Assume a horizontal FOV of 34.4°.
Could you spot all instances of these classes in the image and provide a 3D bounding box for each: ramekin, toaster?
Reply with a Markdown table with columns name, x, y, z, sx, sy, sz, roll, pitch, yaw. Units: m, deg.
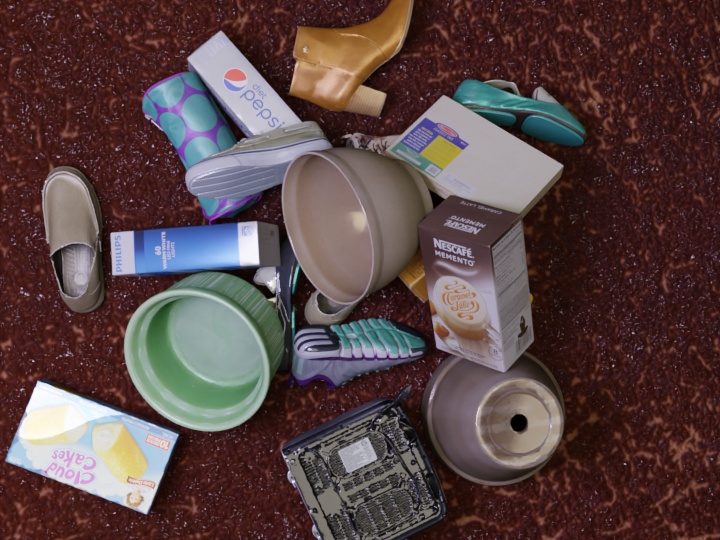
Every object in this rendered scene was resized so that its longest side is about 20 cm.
| name | x | y | z | sx | sy | sz | roll | pitch | yaw |
| --- | --- | --- | --- | --- | --- | --- | --- | --- | --- |
| ramekin | -0.197 | 0.099 | 1.520 | 0.200 | 0.098 | 0.200 | 6 | 113 | 15 |
| toaster | 0.010 | 0.274 | 1.559 | 0.200 | 0.119 | 0.181 | -25 | 91 | -6 |

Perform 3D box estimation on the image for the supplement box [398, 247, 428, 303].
| name | x | y | z | sx | sy | sz | roll | pitch | yaw |
| --- | --- | --- | --- | --- | --- | --- | --- | --- | --- |
| supplement box | 0.131 | -0.052 | 1.577 | 0.200 | 0.067 | 0.069 | -45 | 58 | 1 |

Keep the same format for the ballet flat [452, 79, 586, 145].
| name | x | y | z | sx | sy | sz | roll | pitch | yaw |
| --- | --- | --- | --- | --- | --- | --- | --- | --- | --- |
| ballet flat | 0.228 | -0.230 | 1.636 | 0.200 | 0.067 | 0.071 | 12 | 72 | -7 |

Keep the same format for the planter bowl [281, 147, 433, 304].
| name | x | y | z | sx | sy | sz | roll | pitch | yaw |
| --- | --- | --- | --- | --- | --- | --- | --- | --- | --- |
| planter bowl | 0.008 | -0.071 | 1.502 | 0.135 | 0.200 | 0.201 | -20 | 89 | -32 |

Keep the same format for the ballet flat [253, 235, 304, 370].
| name | x | y | z | sx | sy | sz | roll | pitch | yaw |
| --- | --- | --- | --- | --- | --- | --- | --- | --- | --- |
| ballet flat | -0.114 | 0.036 | 1.584 | 0.073 | 0.073 | 0.200 | 6 | 89 | -6 |

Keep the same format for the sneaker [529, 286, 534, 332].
| name | x | y | z | sx | sy | sz | roll | pitch | yaw |
| --- | --- | --- | --- | --- | --- | --- | --- | --- | --- |
| sneaker | 0.199 | 0.009 | 1.556 | 0.070 | 0.090 | 0.200 | -30 | 135 | -16 |

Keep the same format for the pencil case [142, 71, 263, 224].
| name | x | y | z | sx | sy | sz | roll | pitch | yaw |
| --- | --- | --- | --- | --- | --- | --- | --- | --- | --- |
| pencil case | -0.214 | -0.164 | 1.573 | 0.092 | 0.085 | 0.200 | -29 | 92 | 14 |

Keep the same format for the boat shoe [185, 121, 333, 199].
| name | x | y | z | sx | sy | sz | roll | pitch | yaw |
| --- | --- | --- | --- | --- | --- | --- | --- | --- | --- |
| boat shoe | -0.135 | -0.145 | 1.523 | 0.200 | 0.072 | 0.062 | -13 | 58 | -18 |

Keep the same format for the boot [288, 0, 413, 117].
| name | x | y | z | sx | sy | sz | roll | pitch | yaw |
| --- | --- | --- | --- | --- | --- | --- | --- | --- | --- |
| boot | -0.016 | -0.320 | 1.608 | 0.144 | 0.071 | 0.202 | 17 | 91 | -8 |

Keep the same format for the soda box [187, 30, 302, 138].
| name | x | y | z | sx | sy | sz | roll | pitch | yaw |
| --- | --- | --- | --- | --- | --- | --- | --- | --- | --- |
| soda box | -0.148 | -0.227 | 1.592 | 0.063 | 0.068 | 0.200 | -42 | 92 | -8 |

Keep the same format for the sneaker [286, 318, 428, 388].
| name | x | y | z | sx | sy | sz | roll | pitch | yaw |
| --- | --- | --- | --- | --- | --- | --- | --- | --- | --- |
| sneaker | -0.006 | 0.119 | 1.595 | 0.200 | 0.074 | 0.088 | 2 | 126 | -25 |

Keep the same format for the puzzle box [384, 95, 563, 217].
| name | x | y | z | sx | sy | sz | roll | pitch | yaw |
| --- | --- | --- | --- | --- | --- | --- | --- | --- | --- |
| puzzle box | 0.149 | -0.142 | 1.535 | 0.200 | 0.025 | 0.133 | 34 | 61 | 21 |

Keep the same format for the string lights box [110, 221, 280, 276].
| name | x | y | z | sx | sy | sz | roll | pitch | yaw |
| --- | --- | --- | --- | --- | --- | --- | --- | --- | --- |
| string lights box | -0.215 | -0.028 | 1.531 | 0.200 | 0.103 | 0.059 | -4 | 88 | 12 |

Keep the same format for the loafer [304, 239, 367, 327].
| name | x | y | z | sx | sy | sz | roll | pitch | yaw |
| --- | --- | --- | --- | --- | --- | --- | --- | --- | --- |
| loafer | 0.000 | 0.000 | 1.596 | 0.076 | 0.068 | 0.200 | 36 | 84 | -3 |

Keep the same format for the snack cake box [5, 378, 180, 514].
| name | x | y | z | sx | sy | sz | roll | pitch | yaw |
| --- | --- | --- | --- | --- | --- | --- | --- | --- | --- |
| snack cake box | -0.353 | 0.233 | 1.549 | 0.200 | 0.067 | 0.115 | 21 | 84 | -4 |

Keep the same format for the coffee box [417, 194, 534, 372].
| name | x | y | z | sx | sy | sz | roll | pitch | yaw |
| --- | --- | --- | --- | --- | --- | --- | --- | --- | --- |
| coffee box | 0.149 | 0.017 | 1.491 | 0.080 | 0.114 | 0.200 | -41 | 133 | -36 |

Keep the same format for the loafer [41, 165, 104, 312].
| name | x | y | z | sx | sy | sz | roll | pitch | yaw |
| --- | --- | --- | --- | --- | --- | --- | --- | --- | --- |
| loafer | -0.381 | -0.044 | 1.559 | 0.076 | 0.067 | 0.200 | -12 | 89 | -7 |

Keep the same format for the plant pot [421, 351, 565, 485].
| name | x | y | z | sx | sy | sz | roll | pitch | yaw |
| --- | --- | --- | --- | --- | --- | --- | --- | --- | --- |
| plant pot | 0.193 | 0.198 | 1.556 | 0.200 | 0.174 | 0.201 | 0 | 88 | -7 |

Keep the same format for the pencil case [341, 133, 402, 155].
| name | x | y | z | sx | sy | sz | roll | pitch | yaw |
| --- | --- | --- | --- | --- | --- | --- | --- | --- | --- |
| pencil case | 0.076 | -0.156 | 1.607 | 0.200 | 0.078 | 0.090 | -4 | 82 | -6 |
